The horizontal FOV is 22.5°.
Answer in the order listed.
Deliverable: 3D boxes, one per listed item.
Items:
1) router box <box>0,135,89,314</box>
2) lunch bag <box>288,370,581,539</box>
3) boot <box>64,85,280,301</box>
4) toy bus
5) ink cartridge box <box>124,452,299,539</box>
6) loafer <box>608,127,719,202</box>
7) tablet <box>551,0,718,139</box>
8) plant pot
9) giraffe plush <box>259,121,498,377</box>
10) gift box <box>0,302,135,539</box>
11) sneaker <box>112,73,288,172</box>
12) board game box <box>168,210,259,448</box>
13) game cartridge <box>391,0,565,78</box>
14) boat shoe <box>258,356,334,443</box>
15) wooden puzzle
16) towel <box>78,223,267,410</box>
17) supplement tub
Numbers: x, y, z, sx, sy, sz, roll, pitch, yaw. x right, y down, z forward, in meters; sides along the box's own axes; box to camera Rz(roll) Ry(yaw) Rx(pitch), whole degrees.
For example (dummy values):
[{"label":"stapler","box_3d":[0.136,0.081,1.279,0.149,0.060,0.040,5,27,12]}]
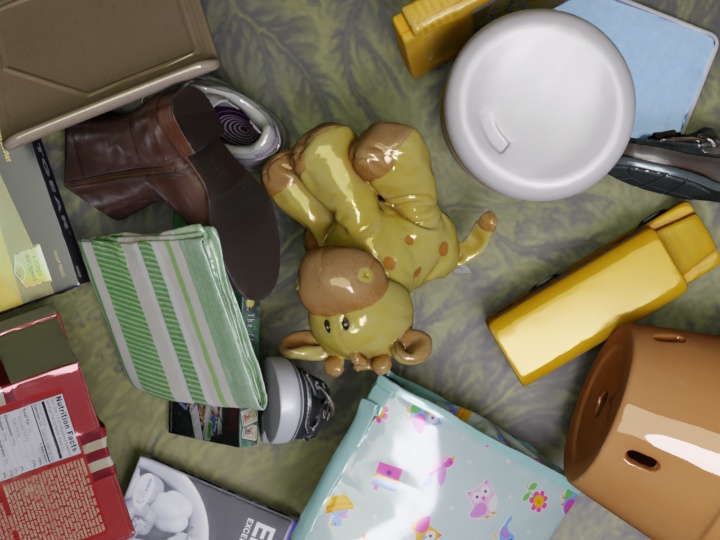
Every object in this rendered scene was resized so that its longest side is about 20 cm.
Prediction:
[{"label":"router box","box_3d":[-0.338,-0.057,1.540,0.157,0.052,0.201,-19,92,2]},{"label":"lunch bag","box_3d":[0.051,0.190,1.483,0.200,0.122,0.171,28,94,-28]},{"label":"boot","box_3d":[-0.163,-0.053,1.491,0.064,0.200,0.187,-27,100,-39]},{"label":"toy bus","box_3d":[0.205,0.018,1.518,0.200,0.078,0.065,-31,91,2]},{"label":"ink cartridge box","box_3d":[-0.134,0.285,1.555,0.200,0.043,0.199,22,92,-1]},{"label":"loafer","box_3d":[0.297,-0.090,1.516,0.199,0.072,0.063,13,80,-13]},{"label":"tablet","box_3d":[0.192,-0.175,1.543,0.200,0.014,0.130,21,93,0]},{"label":"plant pot","box_3d":[0.253,0.129,1.454,0.140,0.200,0.201,21,93,-6]},{"label":"giraffe plush","box_3d":[0.000,0.000,1.458,0.200,0.172,0.162,39,53,-21]},{"label":"gift box","box_3d":[-0.306,0.139,1.465,0.199,0.187,0.185,-14,108,-12]},{"label":"sneaker","box_3d":[-0.151,-0.149,1.509,0.200,0.100,0.075,24,89,1]},{"label":"board game box","box_3d":[-0.123,0.043,1.521,0.023,0.105,0.201,-1,94,-38]},{"label":"game cartridge","box_3d":[0.121,-0.223,1.448,0.200,0.176,0.032,-30,84,2]},{"label":"boat shoe","box_3d":[-0.051,0.107,1.471,0.056,0.200,0.069,-3,83,-7]},{"label":"wooden puzzle","box_3d":[-0.216,-0.188,1.486,0.185,0.200,0.037,-21,136,2]},{"label":"towel","box_3d":[-0.154,0.037,1.473,0.023,0.200,0.153,-25,104,-35]},{"label":"supplement tub","box_3d":[0.136,-0.128,1.439,0.145,0.200,0.146,0,93,1]}]
